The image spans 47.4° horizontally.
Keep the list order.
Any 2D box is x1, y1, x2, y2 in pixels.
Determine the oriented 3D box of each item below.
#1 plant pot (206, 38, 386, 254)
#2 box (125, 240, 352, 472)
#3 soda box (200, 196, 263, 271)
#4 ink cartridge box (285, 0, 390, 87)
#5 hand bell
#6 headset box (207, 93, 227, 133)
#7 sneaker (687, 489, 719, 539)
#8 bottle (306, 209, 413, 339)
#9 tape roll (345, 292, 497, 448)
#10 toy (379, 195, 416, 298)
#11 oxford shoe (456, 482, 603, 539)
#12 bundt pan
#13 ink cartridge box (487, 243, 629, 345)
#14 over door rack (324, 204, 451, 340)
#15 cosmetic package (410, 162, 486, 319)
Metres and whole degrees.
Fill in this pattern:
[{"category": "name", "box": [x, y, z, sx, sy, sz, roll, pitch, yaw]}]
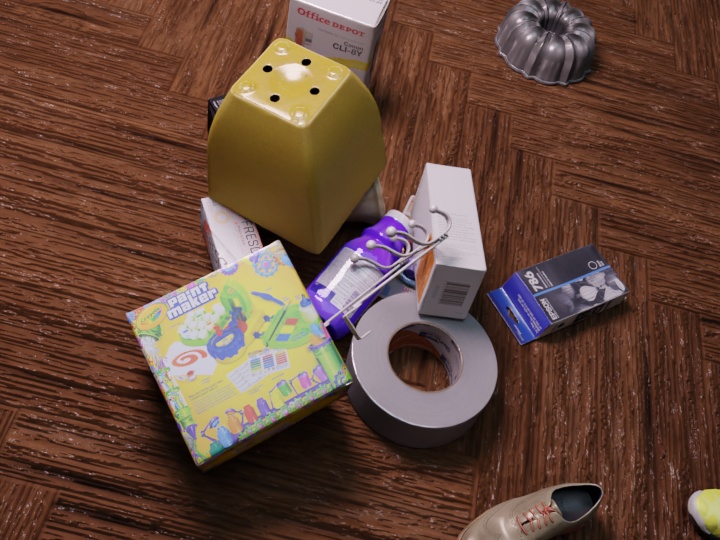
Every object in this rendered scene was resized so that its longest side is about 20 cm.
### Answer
[{"category": "plant pot", "box": [-0.087, -0.184, 1.096, 0.194, 0.201, 0.195, 28, 62, 14]}, {"category": "box", "box": [-0.143, 0.104, 0.983, 0.198, 0.122, 0.194, -26, 78, -14]}, {"category": "soda box", "box": [-0.170, -0.012, 1.143, 0.068, 0.064, 0.202, -11, 58, -19]}, {"category": "ink cartridge box", "box": [-0.047, -0.362, 1.332, 0.144, 0.201, 0.084, 20, 53, 3]}, {"category": "hand bell", "box": [-0.069, -0.092, 1.221, 0.197, 0.105, 0.105, -12, 58, -6]}, {"category": "headset box", "box": [-0.122, -0.221, 1.293, 0.198, 0.075, 0.149, -23, 63, -25]}, {"category": "sneaker", "box": [0.521, 0.320, 1.052, 0.198, 0.077, 0.076, 15, 55, 0]}, {"category": "bottle", "box": [0.000, 0.000, 1.148, 0.083, 0.065, 0.201, 35, 68, 9]}, {"category": "tape roll", "box": [0.079, 0.131, 1.096, 0.198, 0.066, 0.202, 6, 53, -8]}, {"category": "toy", "box": [0.098, -0.033, 1.227, 0.114, 0.047, 0.201, 22, 53, 6]}, {"category": "oxford shoe", "box": [0.206, 0.300, 0.997, 0.198, 0.075, 0.071, -18, 61, -23]}, {"category": "bundt pan", "box": [0.362, -0.449, 1.562, 0.199, 0.076, 0.204, 6, 54, -9]}, {"category": "ink cartridge box", "box": [0.298, 0.033, 1.230, 0.198, 0.039, 0.100, -20, 62, -24]}, {"category": "over door rack", "box": [0.016, 0.006, 1.034, 0.067, 0.148, 0.200, 43, 67, -5]}, {"category": "cosmetic package", "box": [0.118, -0.044, 1.136, 0.070, 0.102, 0.201, 8, 45, -8]}]
